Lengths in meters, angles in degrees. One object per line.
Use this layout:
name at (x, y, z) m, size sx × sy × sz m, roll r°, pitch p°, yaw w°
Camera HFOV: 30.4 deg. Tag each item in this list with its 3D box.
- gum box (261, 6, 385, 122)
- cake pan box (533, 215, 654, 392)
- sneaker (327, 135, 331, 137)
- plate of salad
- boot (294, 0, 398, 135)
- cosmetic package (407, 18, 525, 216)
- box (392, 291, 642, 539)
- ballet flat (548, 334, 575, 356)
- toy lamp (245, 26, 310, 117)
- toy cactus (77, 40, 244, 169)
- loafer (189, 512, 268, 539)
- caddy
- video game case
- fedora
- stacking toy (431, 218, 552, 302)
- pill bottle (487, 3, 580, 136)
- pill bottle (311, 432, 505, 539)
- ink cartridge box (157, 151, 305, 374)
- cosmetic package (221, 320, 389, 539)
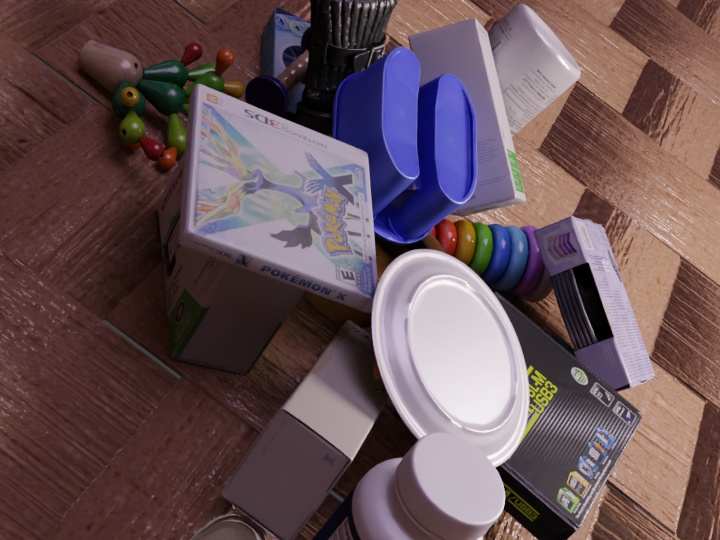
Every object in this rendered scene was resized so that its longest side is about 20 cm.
gum box at (-0.036, -0.211, 1.578) m, size 0.168 × 0.045 × 0.201 m, roll 20°, pitch 40°, yaw -21°
cake pan box at (0.254, 0.040, 1.421) m, size 0.186 × 0.052 × 0.200 m, roll 70°, pitch 18°, yaw 7°
sneaker at (0.006, -0.117, 1.465) m, size 0.198 × 0.076 × 0.076 m, roll 17°, pitch 85°, yaw -21°
plate of salad at (0.075, 0.079, 1.162) m, size 0.199 × 0.048 × 0.202 m, roll 25°, pitch 52°, yaw -36°
boot at (0.010, -0.242, 1.458) m, size 0.079 × 0.160 × 0.210 m, roll 20°, pitch 24°, yaw 26°
cosmetic package at (0.119, -0.167, 1.482) m, size 0.108 × 0.084 × 0.203 m, roll -9°, pitch 86°, yaw -77°
box at (0.153, 0.135, 1.246) m, size 0.193 × 0.048 × 0.200 m, roll 42°, pitch 39°, yaw 6°
ballet flat at (0.229, 0.155, 1.380) m, size 0.070 × 0.067 × 0.202 m, roll 26°, pitch 38°, yaw -37°
toy lamp at (-0.065, -0.232, 1.496) m, size 0.058 × 0.058 × 0.200 m, roll 37°, pitch 39°, yaw 2°
toy cactus at (-0.219, -0.194, 1.386) m, size 0.164 × 0.103 × 0.201 m, roll 28°, pitch 45°, yaw 6°
loafer at (-0.119, 0.247, 0.992) m, size 0.075 × 0.068 × 0.200 m, roll 37°, pitch 36°, yaw 2°
caddy at (0.039, -0.126, 1.354) m, size 0.140 × 0.105 × 0.202 m, roll 24°, pitch 52°, yaw -30°
video game case at (-0.070, -0.067, 1.167) m, size 0.180 × 0.022 × 0.201 m, roll 20°, pitch 40°, yaw -22°
fedora at (0.000, 0.000, 1.346) m, size 0.199 × 0.082 × 0.202 m, roll 20°, pitch 39°, yaw -17°
stacking toy at (0.123, -0.025, 1.483) m, size 0.198 × 0.086 × 0.086 m, roll 13°, pitch 42°, yaw -20°
pill bottle at (0.155, -0.211, 1.587) m, size 0.114 × 0.200 × 0.115 m, roll 43°, pitch 19°, yaw -19°
pill bottle at (0.027, 0.217, 1.031) m, size 0.110 × 0.201 × 0.112 m, roll 22°, pitch 38°, yaw -18°
ink cartridge box at (-0.121, -0.032, 1.229) m, size 0.083 × 0.145 × 0.202 m, roll 13°, pitch 42°, yaw -27°
cosmetic package at (-0.034, 0.131, 1.125) m, size 0.073 × 0.104 × 0.200 m, roll 37°, pitch 22°, yaw 2°
